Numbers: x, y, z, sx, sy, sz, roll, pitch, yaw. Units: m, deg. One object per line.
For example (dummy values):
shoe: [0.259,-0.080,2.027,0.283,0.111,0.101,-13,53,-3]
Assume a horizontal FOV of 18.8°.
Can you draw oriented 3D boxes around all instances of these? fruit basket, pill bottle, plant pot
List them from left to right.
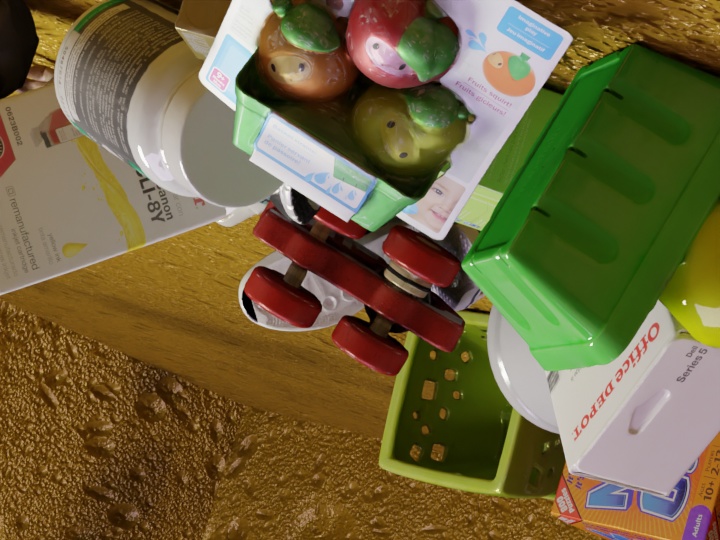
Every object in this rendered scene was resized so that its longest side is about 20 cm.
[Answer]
pill bottle: [-0.127,-0.117,1.516,0.113,0.113,0.200,24,-175,-35]
fruit basket: [0.005,-0.118,1.270,0.185,0.094,0.200,33,145,0]
plant pot: [0.165,0.163,2.510,0.200,0.200,0.181,8,173,44]
fruit basket: [0.196,-0.017,1.358,0.215,0.216,0.155,20,170,-14]

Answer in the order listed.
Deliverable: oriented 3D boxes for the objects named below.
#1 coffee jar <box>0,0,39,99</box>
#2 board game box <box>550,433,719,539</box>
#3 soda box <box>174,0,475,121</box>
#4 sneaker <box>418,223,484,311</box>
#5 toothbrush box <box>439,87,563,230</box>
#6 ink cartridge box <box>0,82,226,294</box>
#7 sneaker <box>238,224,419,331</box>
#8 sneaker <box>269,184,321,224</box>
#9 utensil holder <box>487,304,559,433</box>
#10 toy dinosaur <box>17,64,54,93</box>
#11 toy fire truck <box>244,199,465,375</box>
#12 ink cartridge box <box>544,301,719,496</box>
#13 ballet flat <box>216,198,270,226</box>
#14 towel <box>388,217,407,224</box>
coffee jar: [-0.356,-0.198,1.708,0.199,0.086,0.104,16,171,12]
board game box: [0.365,0.213,2.375,0.200,0.200,0.200,9,167,41]
soda box: [-0.011,-0.151,1.383,0.199,0.068,0.064,16,171,11]
sneaker: [0.103,-0.014,1.862,0.079,0.079,0.200,-24,-178,-15]
toothbrush box: [0.059,-0.093,1.533,0.199,0.086,0.146,18,171,-5]
ink cartridge box: [-0.225,-0.078,1.719,0.199,0.146,0.083,-20,-176,-21]
sneaker: [-0.035,-0.007,2.005,0.199,0.081,0.146,-20,-165,-16]
sneaker: [-0.071,-0.112,1.680,0.080,0.074,0.200,22,153,28]
utensil holder: [0.225,0.053,1.836,0.170,0.171,0.200,21,167,-19]
toy dinosaur: [-0.248,-0.132,1.917,0.135,0.086,0.200,13,178,-14]
toy fire truck: [0.000,0.000,1.840,0.200,0.112,0.168,30,-171,1]
ink cartridge box: [0.195,0.032,1.508,0.084,0.200,0.146,16,128,-22]
ballet flat: [-0.140,-0.075,2.070,0.199,0.074,0.074,11,169,34]
towel: [-0.039,-0.090,1.866,0.200,0.048,0.171,25,166,-36]
